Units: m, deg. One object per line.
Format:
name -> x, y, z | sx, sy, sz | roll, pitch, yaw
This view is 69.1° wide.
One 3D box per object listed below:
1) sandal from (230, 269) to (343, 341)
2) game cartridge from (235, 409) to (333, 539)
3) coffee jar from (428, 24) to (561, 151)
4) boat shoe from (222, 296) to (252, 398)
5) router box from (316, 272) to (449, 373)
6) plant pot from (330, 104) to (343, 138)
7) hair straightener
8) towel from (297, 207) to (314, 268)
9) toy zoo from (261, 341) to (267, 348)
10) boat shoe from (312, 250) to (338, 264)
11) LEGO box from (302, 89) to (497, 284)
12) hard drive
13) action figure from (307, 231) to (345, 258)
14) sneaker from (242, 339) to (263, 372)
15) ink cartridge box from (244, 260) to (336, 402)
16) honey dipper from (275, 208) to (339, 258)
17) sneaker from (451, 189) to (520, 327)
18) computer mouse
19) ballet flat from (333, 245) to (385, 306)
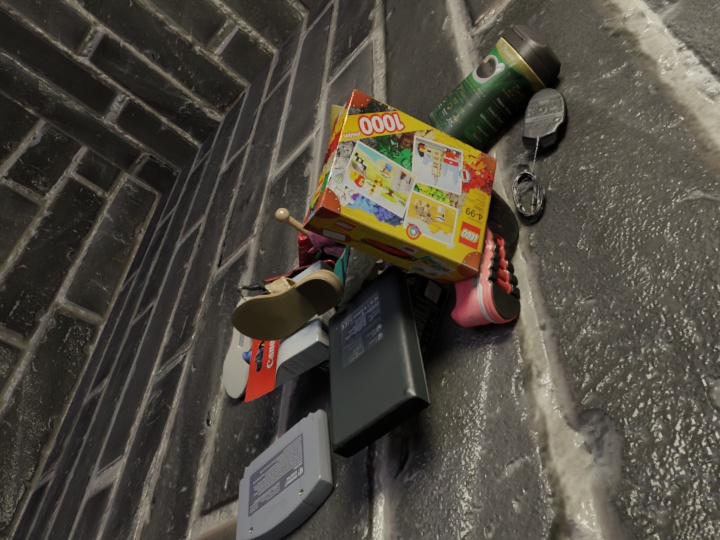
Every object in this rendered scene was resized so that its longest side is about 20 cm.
sandal -> -0.099, 0.040, 0.770 | 0.209, 0.078, 0.070 | -24, 22, 35
game cartridge -> -0.113, 0.314, 0.771 | 0.200, 0.041, 0.134 | -43, 29, 24
coffee jar -> 0.202, -0.269, 0.799 | 0.200, 0.085, 0.105 | -43, 37, 25
boat shoe -> -0.226, 0.154, 1.059 | 0.071, 0.068, 0.205 | 6, 90, 30
router box -> 0.021, 0.085, 0.759 | 0.198, 0.062, 0.153 | -4, 60, 55
plant pot -> 0.030, -0.190, 0.914 | 0.200, 0.196, 0.145 | 43, 122, 60
hair straightener -> -0.136, 0.033, 0.936 | 0.195, 0.041, 0.078 | -8, 46, 18
towel -> -0.083, -0.074, 0.982 | 0.201, 0.022, 0.147 | 102, -172, -68
toy zoo -> -0.105, 0.070, 0.931 | 0.196, 0.021, 0.133 | -18, 43, 17
boat shoe -> -0.028, -0.039, 0.937 | 0.199, 0.072, 0.062 | -34, 24, 49
LEGO box -> 0.049, -0.092, 0.617 | 0.077, 0.196, 0.152 | 150, 137, -65
hard drive -> 0.013, 0.108, 0.652 | 0.139, 0.033, 0.202 | -41, 34, 28
action figure -> -0.021, -0.064, 0.753 | 0.198, 0.136, 0.148 | -30, -5, 39
sneaker -> -0.165, 0.099, 1.005 | 0.076, 0.085, 0.203 | -16, 48, 49
ink cartridge box -> -0.122, 0.096, 0.831 | 0.198, 0.047, 0.162 | -31, 40, 25
honey dipper -> -0.058, -0.044, 0.862 | 0.038, 0.199, 0.038 | -34, 36, 30
sneaker -> 0.145, -0.021, 0.661 | 0.086, 0.073, 0.204 | -28, 41, 43
computer mouse -> 0.240, -0.155, 0.697 | 0.058, 0.034, 0.204 | 2, 67, 38
ballet flat -> 0.000, 0.000, 0.722 | 0.201, 0.070, 0.073 | 113, 176, -64
